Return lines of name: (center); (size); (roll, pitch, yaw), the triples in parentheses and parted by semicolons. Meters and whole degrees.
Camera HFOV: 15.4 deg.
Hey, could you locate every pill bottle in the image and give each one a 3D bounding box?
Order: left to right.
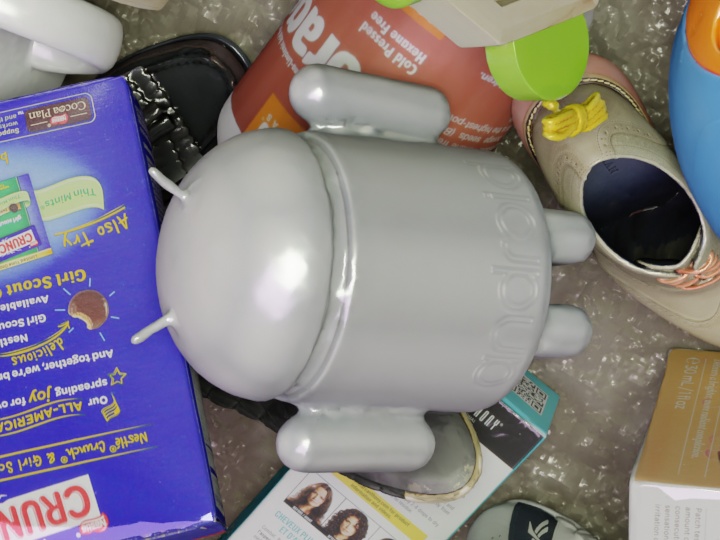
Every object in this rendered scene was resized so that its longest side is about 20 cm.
pill bottle: (0.006, -0.075, 1.211); (0.112, 0.112, 0.200); (37, 114, -3)

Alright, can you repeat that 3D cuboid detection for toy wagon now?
toy wagon: (0.056, -0.149, 1.066); (0.040, 0.155, 0.200); (2, 110, 45)

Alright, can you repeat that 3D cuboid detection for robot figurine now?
robot figurine: (0.000, 0.000, 1.116); (0.200, 0.113, 0.170); (4, 82, -27)

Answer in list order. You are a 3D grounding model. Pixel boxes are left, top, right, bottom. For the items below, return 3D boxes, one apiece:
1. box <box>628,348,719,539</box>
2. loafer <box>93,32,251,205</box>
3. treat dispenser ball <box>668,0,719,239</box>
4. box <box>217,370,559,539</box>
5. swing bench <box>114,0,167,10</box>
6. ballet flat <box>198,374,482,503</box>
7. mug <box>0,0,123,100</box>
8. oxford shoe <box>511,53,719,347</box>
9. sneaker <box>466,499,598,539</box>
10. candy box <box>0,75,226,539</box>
box: (0.228, 0.118, 1.213); (0.200, 0.152, 0.106); (4, 111, 11)
loafer: (-0.137, -0.044, 1.283); (0.200, 0.063, 0.072); (-29, 100, 22)
treat dispenser ball: (0.229, -0.075, 1.111); (0.201, 0.201, 0.201); (4, 112, 11)
box: (0.003, 0.112, 1.319); (0.082, 0.049, 0.200); (40, 114, -4)
swing bench: (-0.063, -0.228, 1.120); (0.130, 0.200, 0.199); (38, 114, -3)
ballet flat: (-0.020, 0.055, 1.267); (0.200, 0.057, 0.066); (28, 76, 32)
mug: (-0.199, -0.125, 1.174); (0.200, 0.175, 0.148); (16, 85, 17)
oxford shoe: (0.135, -0.011, 1.192); (0.071, 0.074, 0.200); (-37, 130, 15)
sneaker: (0.053, 0.158, 1.231); (0.130, 0.199, 0.079); (27, 119, -27)
candy box: (-0.159, 0.035, 1.163); (0.169, 0.077, 0.200); (-12, 79, 2)
